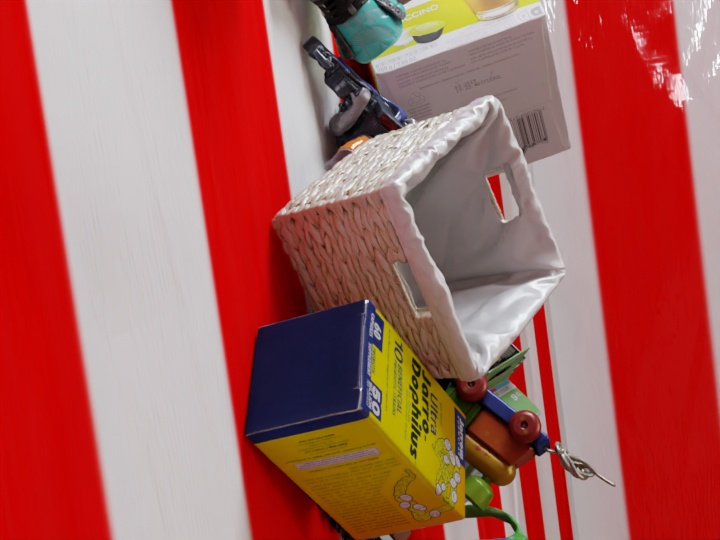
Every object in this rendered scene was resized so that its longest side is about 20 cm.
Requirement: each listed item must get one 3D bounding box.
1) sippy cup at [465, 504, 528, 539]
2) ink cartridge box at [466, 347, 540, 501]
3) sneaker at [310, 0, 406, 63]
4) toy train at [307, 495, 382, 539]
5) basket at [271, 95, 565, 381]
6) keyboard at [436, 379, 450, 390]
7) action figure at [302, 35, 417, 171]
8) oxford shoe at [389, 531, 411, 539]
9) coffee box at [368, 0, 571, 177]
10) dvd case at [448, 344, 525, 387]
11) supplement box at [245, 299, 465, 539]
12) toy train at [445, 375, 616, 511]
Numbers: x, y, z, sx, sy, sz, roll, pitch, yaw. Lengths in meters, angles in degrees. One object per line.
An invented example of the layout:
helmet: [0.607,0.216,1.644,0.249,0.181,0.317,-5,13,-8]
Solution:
sippy cup: [0.121,0.365,1.589,0.178,0.130,0.140,-61,150,-62]
ink cartridge box: [0.139,0.188,1.589,0.104,0.059,0.200,-21,149,-53]
sneaker: [-0.014,-0.269,1.408,0.121,0.083,0.200,55,14,0]
toy train: [-0.015,0.220,1.323,0.200,0.034,0.046,62,22,-57]
basket: [0.058,-0.025,1.289,0.200,0.160,0.199,-43,116,-44]
keyboard: [0.052,0.142,1.441,0.127,0.021,0.201,-7,125,-64]
action figure: [-0.013,-0.139,1.452,0.200,0.104,0.194,42,27,-23]
oxford shoe: [0.039,0.213,1.395,0.071,0.074,0.200,47,-10,18]
coffee box: [0.113,-0.241,1.631,0.198,0.199,0.200,-105,176,-46]
dvd case: [0.105,0.157,1.580,0.022,0.200,0.146,41,2,18]
supplement box: [0.002,0.132,1.192,0.200,0.109,0.109,51,33,-44]
toy train: [0.148,0.202,1.441,0.116,0.200,0.085,-49,160,-8]
